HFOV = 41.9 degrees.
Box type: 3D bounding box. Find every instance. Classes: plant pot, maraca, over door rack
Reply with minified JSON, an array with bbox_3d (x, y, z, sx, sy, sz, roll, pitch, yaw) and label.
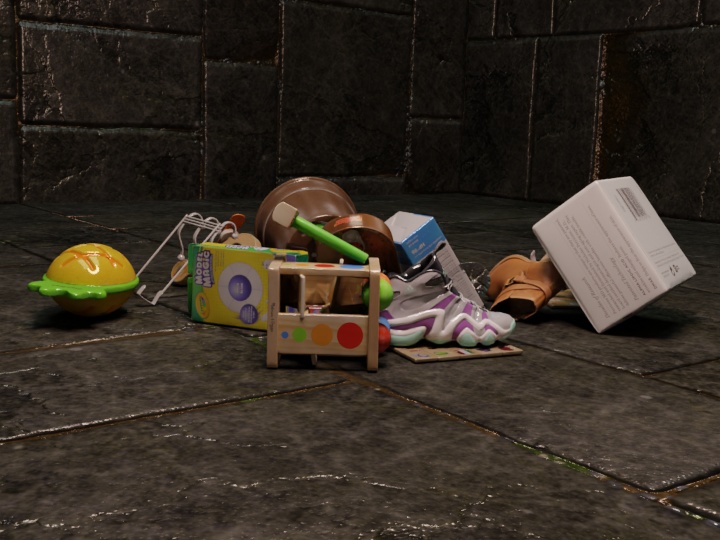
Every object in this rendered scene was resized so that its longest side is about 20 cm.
[{"bbox_3d":[-0.077,-0.048,1.666,0.198,0.202,0.198,0,17,-15],"label":"plant pot"},{"bbox_3d":[-0.404,0.018,1.385,0.136,0.108,0.200,4,9,6],"label":"maraca"},{"bbox_3d":[-0.311,-0.014,1.595,0.200,0.067,0.147,-42,29,-22],"label":"over door rack"}]

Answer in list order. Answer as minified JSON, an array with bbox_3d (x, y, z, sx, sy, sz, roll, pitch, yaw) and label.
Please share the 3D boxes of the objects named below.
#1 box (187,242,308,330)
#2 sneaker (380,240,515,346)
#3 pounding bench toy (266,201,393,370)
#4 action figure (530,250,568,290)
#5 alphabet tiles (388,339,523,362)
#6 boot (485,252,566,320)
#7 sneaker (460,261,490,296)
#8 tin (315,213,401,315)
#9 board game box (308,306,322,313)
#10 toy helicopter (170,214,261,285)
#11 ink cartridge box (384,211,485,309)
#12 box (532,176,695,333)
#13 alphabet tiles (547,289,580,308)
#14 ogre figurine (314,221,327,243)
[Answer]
[{"bbox_3d":[-0.176,0.022,1.382,0.198,0.118,0.048,5,9,24],"label":"box"},{"bbox_3d":[0.121,0.029,1.283,0.198,0.141,0.078,-1,9,-15],"label":"sneaker"},{"bbox_3d":[-0.036,0.014,1.198,0.154,0.202,0.124,1,9,0],"label":"pounding bench toy"},{"bbox_3d":[0.411,0.019,1.691,0.192,0.105,0.200,13,-15,23],"label":"action figure"},{"bbox_3d":[0.105,0.098,1.326,0.166,0.008,0.200,-2,10,-24],"label":"alphabet tiles"},{"bbox_3d":[0.252,0.036,1.559,0.200,0.074,0.155,-28,11,48],"label":"boot"},{"bbox_3d":[0.118,0.031,1.605,0.198,0.078,0.086,1,-12,-5],"label":"sneaker"},{"bbox_3d":[0.000,0.003,1.313,0.111,0.201,0.042,-14,44,1],"label":"tin"},{"bbox_3d":[-0.106,0.057,1.497,0.198,0.020,0.103,2,10,-2],"label":"board game box"},{"bbox_3d":[-0.256,-0.020,1.654,0.199,0.133,0.079,-12,-30,32],"label":"toy helicopter"},{"bbox_3d":[0.104,0.017,1.384,0.068,0.201,0.116,-37,20,-15],"label":"ink cartridge box"},{"bbox_3d":[0.404,-0.030,1.488,0.130,0.201,0.198,-37,-13,30],"label":"box"},{"bbox_3d":[0.385,0.050,1.694,0.198,0.006,0.166,1,9,-5],"label":"alphabet tiles"},{"bbox_3d":[0.000,0.000,1.504,0.119,0.099,0.200,13,12,-35],"label":"ogre figurine"}]
